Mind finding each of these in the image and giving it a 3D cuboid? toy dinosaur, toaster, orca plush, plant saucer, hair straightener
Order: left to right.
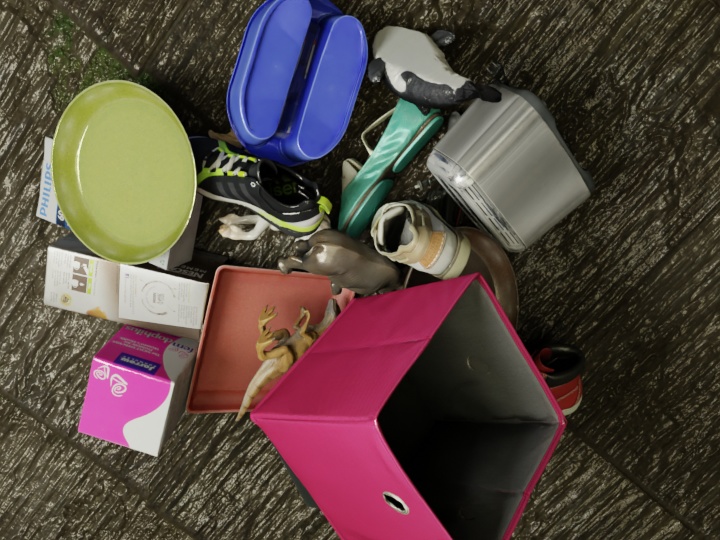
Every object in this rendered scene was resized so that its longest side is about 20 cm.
[{"bbox_3d":[-0.263,-0.110,0.805,0.196,0.031,0.205,4,101,20],"label":"plant saucer"},{"bbox_3d":[-0.117,0.086,0.916,0.197,0.037,0.203,5,111,-32],"label":"plant saucer"},{"bbox_3d":[-0.099,0.107,0.877,0.199,0.060,0.107,-41,129,-6],"label":"toy dinosaur"},{"bbox_3d":[0.080,-0.209,0.790,0.105,0.199,0.072,-43,136,-18],"label":"orca plush"},{"bbox_3d":[0.099,-0.098,0.882,0.075,0.041,0.204,5,115,-16],"label":"hair straightener"},{"bbox_3d":[0.120,0.048,0.882,0.197,0.032,0.205,-1,92,-37],"label":"plant saucer"},{"bbox_3d":[0.165,-0.117,0.806,0.129,0.114,0.200,-45,124,2],"label":"toaster"}]

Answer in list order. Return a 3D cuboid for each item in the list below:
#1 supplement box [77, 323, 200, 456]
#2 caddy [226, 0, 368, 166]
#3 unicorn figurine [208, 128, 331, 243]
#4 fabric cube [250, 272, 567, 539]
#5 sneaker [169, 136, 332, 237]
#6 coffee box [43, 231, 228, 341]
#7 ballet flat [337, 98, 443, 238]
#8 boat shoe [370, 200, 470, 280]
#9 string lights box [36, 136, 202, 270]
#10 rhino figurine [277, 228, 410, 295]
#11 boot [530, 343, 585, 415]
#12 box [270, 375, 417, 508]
[{"bbox_3d":[-0.259,0.126,0.889,0.099,0.200,0.105,18,108,-3],"label":"supplement box"},{"bbox_3d":[-0.075,-0.221,0.819,0.139,0.105,0.204,17,96,-18],"label":"caddy"},{"bbox_3d":[-0.114,-0.087,0.875,0.135,0.074,0.204,-16,100,-7],"label":"unicorn figurine"},{"bbox_3d":[0.049,0.150,0.711,0.198,0.200,0.198,-12,118,49],"label":"fabric cube"},{"bbox_3d":[-0.121,-0.111,0.800,0.197,0.083,0.073,24,64,0],"label":"sneaker"},{"bbox_3d":[-0.279,0.012,0.900,0.196,0.115,0.081,13,109,-1],"label":"coffee box"},{"bbox_3d":[0.019,-0.131,0.872,0.070,0.067,0.201,42,107,15],"label":"ballet flat"},{"bbox_3d":[0.050,-0.047,0.798,0.067,0.200,0.076,22,94,-24],"label":"boat shoe"},{"bbox_3d":[-0.297,-0.087,0.870,0.197,0.059,0.105,21,109,15],"label":"string lights box"},{"bbox_3d":[0.000,0.000,0.871,0.086,0.061,0.198,-13,155,42],"label":"rhino figurine"},{"bbox_3d":[0.188,0.153,0.905,0.196,0.073,0.145,-19,146,3],"label":"boot"},{"bbox_3d":[0.001,0.174,0.877,0.123,0.199,0.151,-10,112,48],"label":"box"}]
